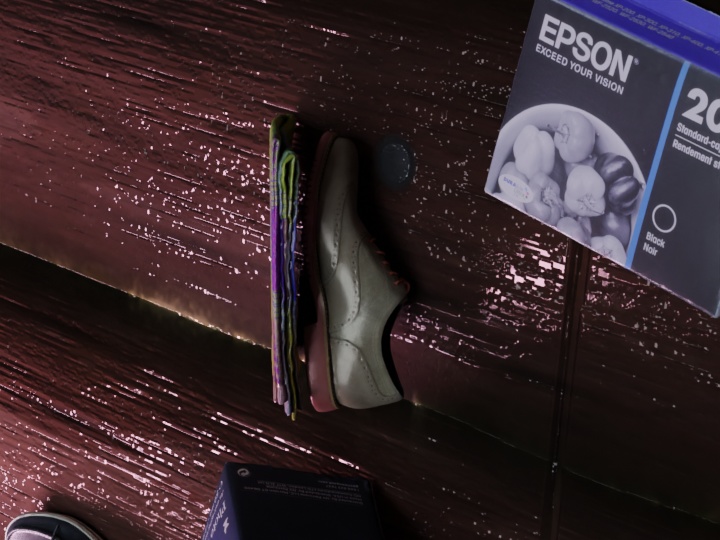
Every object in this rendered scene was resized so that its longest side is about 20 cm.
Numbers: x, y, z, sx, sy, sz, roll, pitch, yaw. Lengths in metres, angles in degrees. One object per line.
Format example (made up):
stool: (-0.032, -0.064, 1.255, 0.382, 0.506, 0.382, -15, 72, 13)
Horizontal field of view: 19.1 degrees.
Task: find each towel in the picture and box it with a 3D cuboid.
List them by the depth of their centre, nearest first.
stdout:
towel: (-0.054, -0.006, 1.534, 0.023, 0.144, 0.200, 0, 102, -2)

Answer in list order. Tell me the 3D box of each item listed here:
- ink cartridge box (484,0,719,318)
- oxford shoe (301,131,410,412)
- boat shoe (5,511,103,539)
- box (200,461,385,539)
ink cartridge box: (0.182, -0.101, 1.331, 0.198, 0.043, 0.200, 31, 118, 35)
oxford shoe: (0.000, 0.000, 1.525, 0.075, 0.070, 0.200, -1, 95, 13)
boat shoe: (-0.242, 0.263, 1.802, 0.200, 0.062, 0.075, 29, 120, 37)
box: (-0.057, 0.277, 1.527, 0.198, 0.123, 0.200, -109, 33, -58)
